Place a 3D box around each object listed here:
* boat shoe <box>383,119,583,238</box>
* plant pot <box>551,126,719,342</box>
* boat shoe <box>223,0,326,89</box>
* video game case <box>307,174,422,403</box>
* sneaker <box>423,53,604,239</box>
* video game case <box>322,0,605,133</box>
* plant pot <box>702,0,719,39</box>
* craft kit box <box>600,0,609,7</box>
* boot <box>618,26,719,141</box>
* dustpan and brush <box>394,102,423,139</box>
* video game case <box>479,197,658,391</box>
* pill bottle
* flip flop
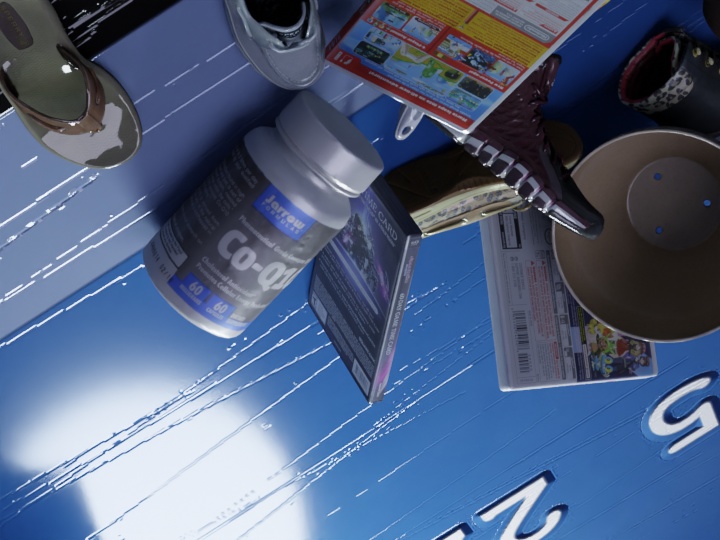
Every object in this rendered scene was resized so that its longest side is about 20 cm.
[{"bbox_3d":[0.110,-0.083,1.329,0.199,0.074,0.063,-17,144,0],"label":"boat shoe"},{"bbox_3d":[0.291,-0.048,1.357,0.201,0.200,0.134,-53,176,24],"label":"plant pot"},{"bbox_3d":[-0.069,-0.202,1.098,0.070,0.072,0.201,-28,139,-3],"label":"boat shoe"},{"bbox_3d":[0.000,0.000,1.282,0.019,0.143,0.201,-10,135,-25],"label":"video game case"},{"bbox_3d":[0.156,-0.125,1.242,0.116,0.200,0.076,-51,179,6],"label":"sneaker"},{"bbox_3d":[0.081,-0.193,1.095,0.143,0.018,0.200,24,139,-22],"label":"video game case"},{"bbox_3d":[0.385,-0.281,1.229,0.186,0.187,0.200,-5,146,-26],"label":"plant pot"},{"bbox_3d":[0.100,-0.250,1.066,0.200,0.049,0.197,31,133,-29],"label":"craft kit box"},{"bbox_3d":[0.352,-0.195,1.349,0.204,0.074,0.153,-43,138,21],"label":"boot"},{"bbox_3d":[0.071,-0.202,1.188,0.139,0.057,0.200,10,124,-37],"label":"dustpan and brush"},{"bbox_3d":[0.203,0.011,1.400,0.182,0.201,0.023,-2,172,-28],"label":"video game case"},{"bbox_3d":[-0.081,-0.049,1.210,0.200,0.114,0.114,-46,137,16],"label":"pill bottle"},{"bbox_3d":[-0.229,-0.140,1.074,0.081,0.058,0.200,-30,139,-2],"label":"flip flop"}]
